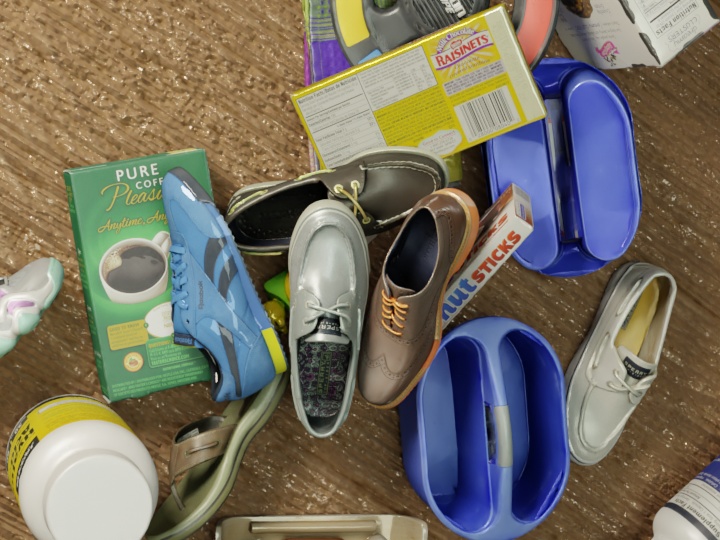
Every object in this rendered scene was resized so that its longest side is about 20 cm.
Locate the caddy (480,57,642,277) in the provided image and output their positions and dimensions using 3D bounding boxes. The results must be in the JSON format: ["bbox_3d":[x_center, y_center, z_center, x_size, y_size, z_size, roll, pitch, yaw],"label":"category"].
[{"bbox_3d":[0.181,-0.090,1.462,0.140,0.105,0.202,-7,98,7],"label":"caddy"}]

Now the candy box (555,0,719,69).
[{"bbox_3d":[0.201,-0.275,1.413,0.071,0.168,0.201,-38,105,-11],"label":"candy box"}]

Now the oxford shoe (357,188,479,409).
[{"bbox_3d":[0.032,0.026,1.349,0.071,0.073,0.201,25,108,23],"label":"oxford shoe"}]

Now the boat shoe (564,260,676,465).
[{"bbox_3d":[0.244,0.089,1.513,0.071,0.070,0.201,24,88,-18],"label":"boat shoe"}]

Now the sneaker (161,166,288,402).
[{"bbox_3d":[-0.131,0.015,1.345,0.078,0.066,0.201,-26,103,-13],"label":"sneaker"}]

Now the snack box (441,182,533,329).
[{"bbox_3d":[0.077,0.015,1.408,0.024,0.072,0.200,35,112,-14],"label":"snack box"}]

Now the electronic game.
[{"bbox_3d":[0.072,-0.234,1.389,0.198,0.042,0.202,1,100,6],"label":"electronic game"}]

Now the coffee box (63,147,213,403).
[{"bbox_3d":[-0.178,0.002,1.386,0.122,0.044,0.202,-13,99,-17],"label":"coffee box"}]

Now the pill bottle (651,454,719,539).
[{"bbox_3d":[0.351,0.246,1.539,0.200,0.116,0.116,-40,105,-9],"label":"pill bottle"}]

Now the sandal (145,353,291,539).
[{"bbox_3d":[-0.132,0.147,1.400,0.057,0.080,0.202,36,75,-22],"label":"sandal"}]

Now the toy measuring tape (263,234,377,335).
[{"bbox_3d":[0.000,0.000,1.424,0.199,0.074,0.074,-32,104,-9],"label":"toy measuring tape"}]

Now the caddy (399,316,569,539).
[{"bbox_3d":[0.112,0.139,1.449,0.140,0.105,0.202,-7,97,-16],"label":"caddy"}]

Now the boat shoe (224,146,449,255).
[{"bbox_3d":[-0.022,-0.054,1.379,0.200,0.061,0.072,-14,107,12],"label":"boat shoe"}]

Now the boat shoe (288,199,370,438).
[{"bbox_3d":[-0.025,0.045,1.351,0.069,0.072,0.202,0,110,-5],"label":"boat shoe"}]

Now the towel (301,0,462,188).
[{"bbox_3d":[0.021,-0.162,1.444,0.143,0.023,0.202,-6,97,-16],"label":"towel"}]

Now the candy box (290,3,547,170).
[{"bbox_3d":[0.050,-0.143,1.385,0.199,0.026,0.103,-21,101,14],"label":"candy box"}]

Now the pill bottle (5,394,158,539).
[{"bbox_3d":[-0.223,0.169,1.306,0.110,0.200,0.112,-2,95,-18],"label":"pill bottle"}]

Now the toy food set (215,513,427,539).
[{"bbox_3d":[-0.039,0.296,1.449,0.198,0.060,0.145,2,94,-17],"label":"toy food set"}]

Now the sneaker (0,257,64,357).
[{"bbox_3d":[-0.351,0.024,1.316,0.200,0.078,0.140,-42,106,-10],"label":"sneaker"}]
